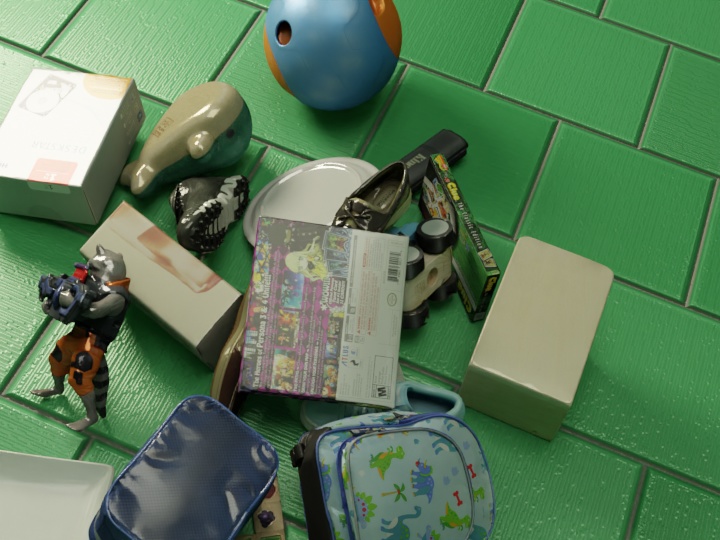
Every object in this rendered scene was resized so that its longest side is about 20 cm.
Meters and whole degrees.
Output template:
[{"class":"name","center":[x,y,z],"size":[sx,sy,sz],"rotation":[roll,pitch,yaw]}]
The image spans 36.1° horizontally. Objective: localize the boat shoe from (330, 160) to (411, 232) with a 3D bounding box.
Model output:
[{"class":"boat shoe","center":[-0.002,-0.063,1.351],"size":[0.072,0.065,0.201],"rotation":[21,51,19]}]

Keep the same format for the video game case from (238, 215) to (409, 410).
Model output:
[{"class":"video game case","center":[-0.040,0.049,1.262],"size":[0.178,0.036,0.204],"rotation":[7,77,-9]}]

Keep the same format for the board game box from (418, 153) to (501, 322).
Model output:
[{"class":"board game box","center":[0.126,-0.044,1.448],"size":[0.023,0.105,0.202],"rotation":[-10,57,-19]}]

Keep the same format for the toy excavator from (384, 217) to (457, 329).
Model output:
[{"class":"toy excavator","center":[0.000,0.000,1.414],"size":[0.198,0.101,0.194],"rotation":[20,44,35]}]

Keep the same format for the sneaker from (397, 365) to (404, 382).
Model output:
[{"class":"sneaker","center":[-0.038,0.093,1.359],"size":[0.200,0.099,0.071],"rotation":[45,18,-8]}]

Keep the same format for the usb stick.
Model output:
[{"class":"usb stick","center":[0.071,-0.137,1.550],"size":[0.199,0.033,0.055],"rotation":[-37,62,-27]}]

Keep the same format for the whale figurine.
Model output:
[{"class":"whale figurine","center":[-0.230,-0.162,1.498],"size":[0.200,0.104,0.159],"rotation":[-45,34,-11]}]

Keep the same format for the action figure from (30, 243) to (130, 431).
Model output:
[{"class":"action figure","center":[-0.320,0.064,1.283],"size":[0.103,0.196,0.199],"rotation":[17,5,-28]}]

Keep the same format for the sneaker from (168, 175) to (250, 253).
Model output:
[{"class":"sneaker","center":[-0.211,-0.074,1.422],"size":[0.089,0.068,0.200],"rotation":[6,24,10]}]

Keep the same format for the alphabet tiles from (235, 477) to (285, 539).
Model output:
[{"class":"alphabet tiles","center":[-0.179,0.313,1.213],"size":[0.196,0.008,0.169],"rotation":[-4,56,-10]}]

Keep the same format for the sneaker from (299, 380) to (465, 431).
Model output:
[{"class":"sneaker","center":[0.028,0.156,1.305],"size":[0.196,0.082,0.075],"rotation":[1,53,-7]}]

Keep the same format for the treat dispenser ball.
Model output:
[{"class":"treat dispenser ball","center":[-0.040,-0.329,1.569],"size":[0.197,0.202,0.203],"rotation":[4,54,-5]}]

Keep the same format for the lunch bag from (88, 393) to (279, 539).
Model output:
[{"class":"lunch bag","center":[-0.193,0.250,1.173],"size":[0.135,0.133,0.200],"rotation":[39,57,1]}]

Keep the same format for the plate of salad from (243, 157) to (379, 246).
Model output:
[{"class":"plate of salad","center":[-0.059,-0.080,1.465],"size":[0.197,0.048,0.202],"rotation":[-12,40,11]}]

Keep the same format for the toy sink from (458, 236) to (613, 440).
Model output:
[{"class":"toy sink","center":[0.215,0.083,1.365],"size":[0.129,0.113,0.202],"rotation":[21,59,8]}]

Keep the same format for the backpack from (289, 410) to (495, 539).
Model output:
[{"class":"backpack","center":[0.046,0.243,1.189],"size":[0.197,0.147,0.186],"rotation":[-8,85,-25]}]

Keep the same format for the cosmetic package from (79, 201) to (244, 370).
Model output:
[{"class":"cosmetic package","center":[-0.232,0.019,1.346],"size":[0.199,0.104,0.087],"rotation":[38,77,17]}]

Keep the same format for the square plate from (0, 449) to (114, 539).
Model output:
[{"class":"square plate","center":[-0.381,0.291,1.188],"size":[0.196,0.029,0.201],"rotation":[8,55,-2]}]

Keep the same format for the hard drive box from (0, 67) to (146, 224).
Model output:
[{"class":"hard drive box","center":[-0.394,-0.168,1.470],"size":[0.153,0.077,0.202],"rotation":[7,54,10]}]

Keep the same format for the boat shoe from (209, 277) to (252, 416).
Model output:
[{"class":"boat shoe","center":[-0.119,0.099,1.292],"size":[0.071,0.072,0.203],"rotation":[19,83,9]}]
